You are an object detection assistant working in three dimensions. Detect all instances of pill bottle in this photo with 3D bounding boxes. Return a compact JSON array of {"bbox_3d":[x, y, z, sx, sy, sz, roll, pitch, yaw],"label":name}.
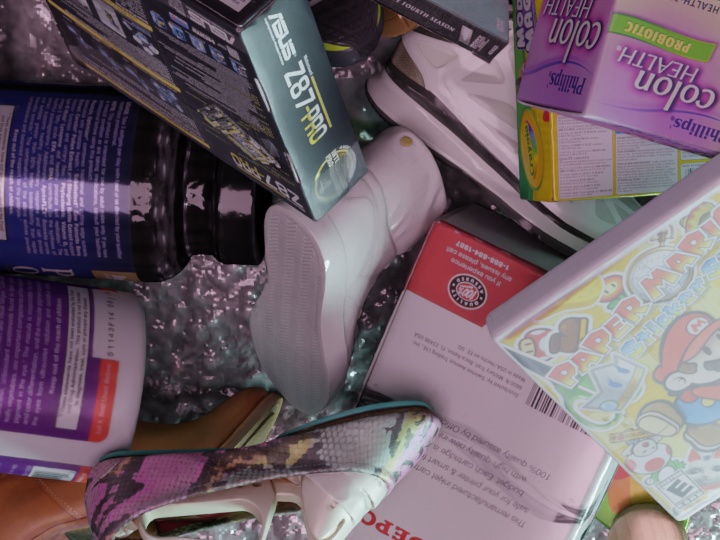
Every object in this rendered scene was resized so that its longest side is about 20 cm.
[{"bbox_3d":[-0.227,0.054,1.227,0.199,0.111,0.112,9,110,-15],"label":"pill bottle"},{"bbox_3d":[-0.153,-0.051,1.250,0.199,0.112,0.112,4,109,5],"label":"pill bottle"}]

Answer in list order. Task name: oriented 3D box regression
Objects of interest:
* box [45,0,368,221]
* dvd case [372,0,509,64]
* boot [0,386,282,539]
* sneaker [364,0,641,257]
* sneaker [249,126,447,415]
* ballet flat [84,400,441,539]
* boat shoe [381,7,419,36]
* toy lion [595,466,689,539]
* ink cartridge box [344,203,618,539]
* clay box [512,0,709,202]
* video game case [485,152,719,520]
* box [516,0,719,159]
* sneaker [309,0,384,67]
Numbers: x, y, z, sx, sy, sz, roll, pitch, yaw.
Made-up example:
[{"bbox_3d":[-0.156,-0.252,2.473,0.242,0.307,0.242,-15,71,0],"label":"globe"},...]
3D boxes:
[{"bbox_3d":[-0.095,-0.128,1.130,0.049,0.200,0.161,-44,146,-19],"label":"box"},{"bbox_3d":[-0.006,-0.205,1.138,0.200,0.146,0.022,24,137,-25],"label":"dvd case"},{"bbox_3d":[-0.161,0.099,1.326,0.200,0.074,0.155,-40,75,-10],"label":"boot"},{"bbox_3d":[0.112,-0.088,1.232,0.200,0.076,0.115,35,110,-4],"label":"sneaker"},{"bbox_3d":[0.000,0.000,1.264,0.074,0.115,0.200,43,152,18],"label":"sneaker"},{"bbox_3d":[-0.050,0.123,1.192,0.199,0.071,0.069,-9,148,-1],"label":"ballet flat"},{"bbox_3d":[-0.017,-0.217,1.208,0.071,0.069,0.200,-41,82,39],"label":"boat shoe"},{"bbox_3d":[0.148,0.073,1.296,0.192,0.069,0.200,41,107,-1],"label":"toy lion"},{"bbox_3d":[0.078,0.084,1.248,0.146,0.083,0.201,27,107,13],"label":"ink cartridge box"},{"bbox_3d":[0.142,-0.141,1.189,0.115,0.048,0.201,-4,95,-21],"label":"clay box"},{"bbox_3d":[0.196,0.027,1.134,0.200,0.023,0.182,-35,124,17],"label":"video game case"},{"bbox_3d":[0.199,-0.156,1.123,0.175,0.097,0.201,14,94,-19],"label":"box"},{"bbox_3d":[-0.049,-0.140,1.192,0.074,0.200,0.081,-39,126,-18],"label":"sneaker"}]
